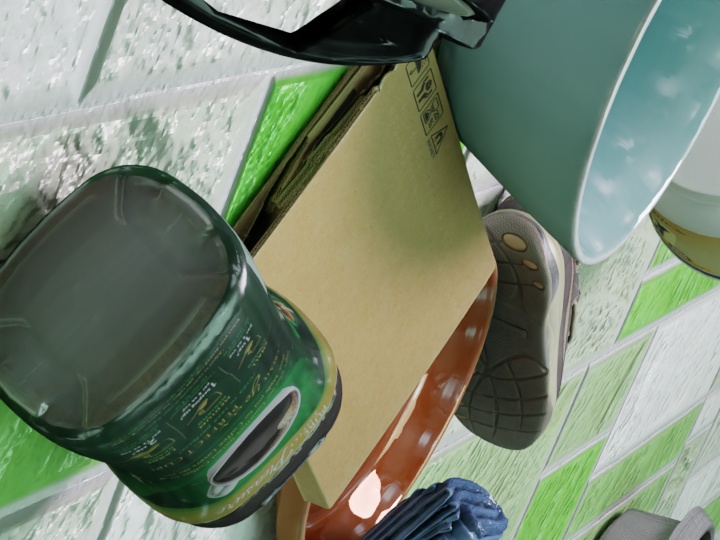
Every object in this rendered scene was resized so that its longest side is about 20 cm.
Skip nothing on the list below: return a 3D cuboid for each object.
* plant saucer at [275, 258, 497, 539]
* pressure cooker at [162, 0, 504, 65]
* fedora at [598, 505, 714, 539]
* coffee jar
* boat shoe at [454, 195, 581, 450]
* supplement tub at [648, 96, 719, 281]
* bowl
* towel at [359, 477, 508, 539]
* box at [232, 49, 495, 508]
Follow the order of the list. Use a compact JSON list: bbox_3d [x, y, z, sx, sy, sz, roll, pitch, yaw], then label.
[{"bbox_3d":[0.011,0.070,1.350,0.200,0.032,0.200,-53,160,-28],"label":"plant saucer"},{"bbox_3d":[-0.002,-0.163,0.748,0.200,0.176,0.179,-61,172,2],"label":"pressure cooker"},{"bbox_3d":[0.238,0.289,2.188,0.177,0.090,0.200,-36,142,-57],"label":"fedora"},{"bbox_3d":[-0.073,0.037,0.979,0.104,0.085,0.200,-47,160,-5],"label":"coffee jar"},{"bbox_3d":[0.100,0.028,1.463,0.073,0.074,0.200,-48,159,-36],"label":"boat shoe"},{"bbox_3d":[0.241,-0.079,1.574,0.145,0.144,0.200,-60,162,-6],"label":"supplement tub"},{"bbox_3d":[0.110,-0.113,1.210,0.201,0.105,0.201,-52,159,-30],"label":"bowl"},{"bbox_3d":[-0.009,0.189,1.354,0.200,0.049,0.112,-44,167,6],"label":"towel"},{"bbox_3d":[0.000,0.000,1.180,0.164,0.021,0.200,-54,151,-22],"label":"box"}]
